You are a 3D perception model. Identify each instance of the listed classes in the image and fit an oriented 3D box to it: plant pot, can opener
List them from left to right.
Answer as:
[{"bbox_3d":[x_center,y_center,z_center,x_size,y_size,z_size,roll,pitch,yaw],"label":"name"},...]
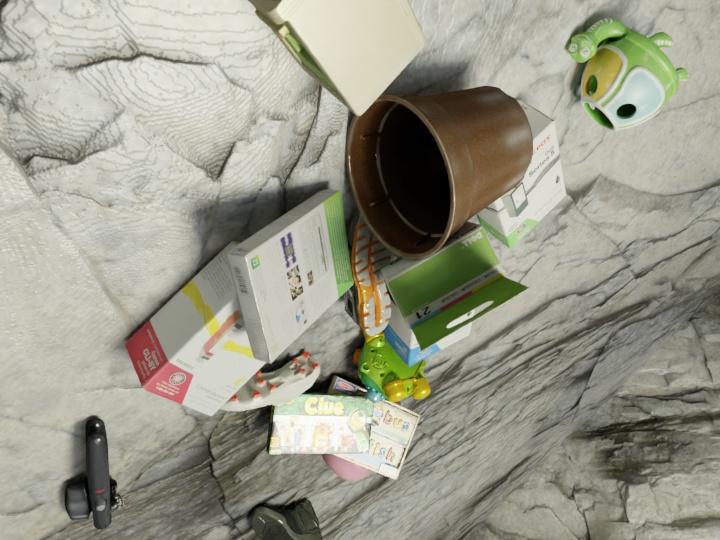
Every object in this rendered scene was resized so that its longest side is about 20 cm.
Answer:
[{"bbox_3d":[-0.378,0.299,0.774,0.077,0.064,0.204,-7,129,-37],"label":"can opener"},{"bbox_3d":[0.113,-0.149,0.719,0.195,0.199,0.204,-27,140,-32],"label":"plant pot"}]

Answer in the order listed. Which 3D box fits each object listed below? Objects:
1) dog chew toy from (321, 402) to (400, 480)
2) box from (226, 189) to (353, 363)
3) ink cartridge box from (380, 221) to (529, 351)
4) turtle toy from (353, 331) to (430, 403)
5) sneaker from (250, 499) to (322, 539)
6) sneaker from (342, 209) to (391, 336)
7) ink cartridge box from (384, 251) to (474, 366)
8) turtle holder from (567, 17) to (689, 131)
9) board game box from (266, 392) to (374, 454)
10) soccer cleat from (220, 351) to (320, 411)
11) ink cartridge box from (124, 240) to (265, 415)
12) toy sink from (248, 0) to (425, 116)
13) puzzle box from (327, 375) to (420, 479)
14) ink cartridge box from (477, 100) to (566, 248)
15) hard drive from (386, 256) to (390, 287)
[{"bbox_3d":[0.009,0.326,1.111,0.201,0.124,0.125,-49,143,-5],"label":"dog chew toy"},{"bbox_3d":[-0.080,0.000,0.697,0.199,0.035,0.148,-41,131,-46],"label":"box"},{"bbox_3d":[0.109,0.010,0.684,0.145,0.200,0.077,-29,98,2],"label":"ink cartridge box"},{"bbox_3d":[0.062,0.189,1.028,0.197,0.149,0.101,11,138,-47],"label":"turtle toy"},{"bbox_3d":[-0.165,0.562,1.213,0.198,0.115,0.076,37,105,-24],"label":"sneaker"},{"bbox_3d":[0.000,0.000,0.839,0.077,0.076,0.206,-17,117,-36],"label":"sneaker"},{"bbox_3d":[0.121,0.041,0.901,0.142,0.084,0.204,-22,136,-24],"label":"ink cartridge box"},{"bbox_3d":[0.426,-0.315,0.876,0.133,0.141,0.184,-49,143,11],"label":"turtle holder"},{"bbox_3d":[-0.069,0.277,0.979,0.194,0.023,0.108,7,85,-24],"label":"board game box"},{"bbox_3d":[-0.150,0.196,0.886,0.196,0.069,0.079,-13,136,-38],"label":"soccer cleat"},{"bbox_3d":[-0.187,0.082,0.731,0.200,0.084,0.145,-44,143,-1],"label":"ink cartridge box"},{"bbox_3d":[-0.047,-0.266,0.501,0.112,0.131,0.200,-44,143,3],"label":"toy sink"},{"bbox_3d":[0.011,0.303,1.040,0.196,0.025,0.136,26,80,-17],"label":"puzzle box"},{"bbox_3d":[0.261,-0.157,0.917,0.145,0.084,0.200,-43,142,-1],"label":"ink cartridge box"},{"bbox_3d":[0.101,-0.011,0.940,0.134,0.042,0.201,-42,142,-3],"label":"hard drive"}]
